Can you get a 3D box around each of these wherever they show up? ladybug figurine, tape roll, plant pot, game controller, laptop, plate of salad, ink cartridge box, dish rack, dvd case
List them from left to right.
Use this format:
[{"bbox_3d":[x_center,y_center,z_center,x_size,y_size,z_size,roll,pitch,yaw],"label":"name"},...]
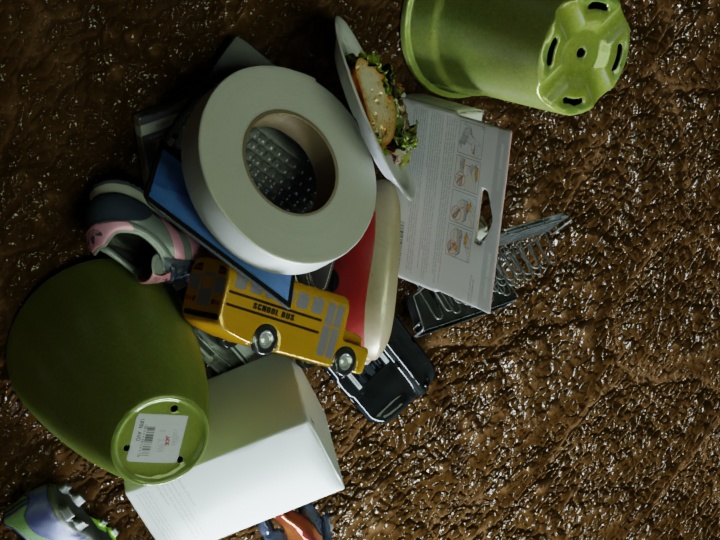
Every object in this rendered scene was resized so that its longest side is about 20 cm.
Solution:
[{"bbox_3d":[-0.219,0.114,1.487,0.187,0.200,0.188,-11,118,-21],"label":"plant pot"},{"bbox_3d":[-0.149,-0.088,1.595,0.148,0.016,0.200,-23,125,-29],"label":"dvd case"},{"bbox_3d":[-0.095,-0.097,1.510,0.177,0.103,0.200,38,79,-19],"label":"laptop"},{"bbox_3d":[-0.075,-0.096,1.495,0.202,0.037,0.203,14,65,-32],"label":"tape roll"},{"bbox_3d":[0.000,0.000,1.689,0.072,0.136,0.201,5,79,-6],"label":"ladybug figurine"},{"bbox_3d":[0.013,0.099,1.821,0.104,0.042,0.200,-37,132,0],"label":"game controller"},{"bbox_3d":[0.023,-0.166,1.585,0.048,0.200,0.200,-23,132,10],"label":"plate of salad"},{"bbox_3d":[0.102,-0.074,1.689,0.045,0.176,0.201,-9,112,-41],"label":"ink cartridge box"},{"bbox_3d":[0.151,0.000,1.795,0.153,0.055,0.200,-18,165,-36],"label":"dish rack"},{"bbox_3d":[0.175,-0.253,1.666,0.200,0.184,0.201,-19,123,-31],"label":"plant pot"}]

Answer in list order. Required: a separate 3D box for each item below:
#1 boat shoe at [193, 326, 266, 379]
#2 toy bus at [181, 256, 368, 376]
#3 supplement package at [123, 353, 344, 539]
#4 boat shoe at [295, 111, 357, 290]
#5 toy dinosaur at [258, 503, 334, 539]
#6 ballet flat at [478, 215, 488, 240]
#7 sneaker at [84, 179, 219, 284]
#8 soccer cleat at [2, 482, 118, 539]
[{"bbox_3d":[-0.133,0.093,1.677,0.071,0.072,0.200,-31,128,7],"label":"boat shoe"},{"bbox_3d":[-0.078,0.049,1.549,0.200,0.065,0.079,18,82,-42],"label":"toy bus"},{"bbox_3d":[-0.135,0.188,1.628,0.200,0.117,0.117,-22,129,4],"label":"supplement package"},{"bbox_3d":[-0.033,-0.071,1.621,0.072,0.065,0.201,26,69,-60],"label":"boat shoe"},{"bbox_3d":[-0.071,0.320,1.789,0.105,0.200,0.182,-36,100,-1],"label":"toy dinosaur"},{"bbox_3d":[0.106,-0.072,1.782,0.068,0.068,0.200,-27,127,-28],"label":"ballet flat"},{"bbox_3d":[-0.183,-0.007,1.530,0.200,0.082,0.070,28,135,-26],"label":"sneaker"},{"bbox_3d":[-0.302,0.290,1.645,0.084,0.065,0.200,-21,135,6],"label":"soccer cleat"}]
